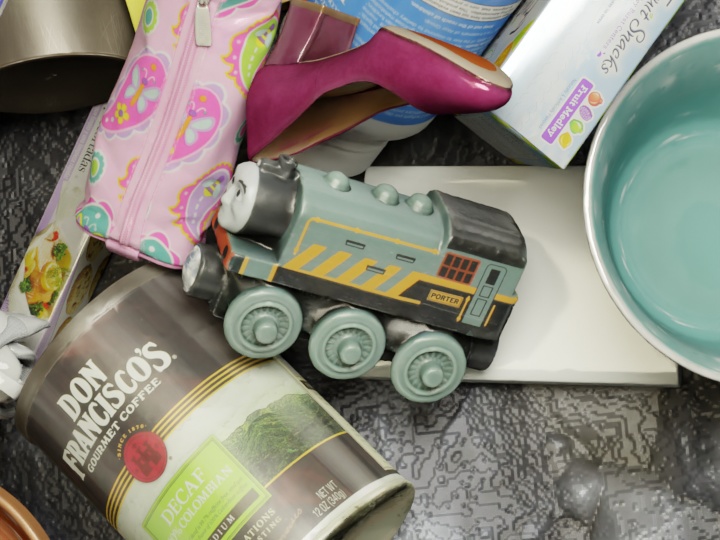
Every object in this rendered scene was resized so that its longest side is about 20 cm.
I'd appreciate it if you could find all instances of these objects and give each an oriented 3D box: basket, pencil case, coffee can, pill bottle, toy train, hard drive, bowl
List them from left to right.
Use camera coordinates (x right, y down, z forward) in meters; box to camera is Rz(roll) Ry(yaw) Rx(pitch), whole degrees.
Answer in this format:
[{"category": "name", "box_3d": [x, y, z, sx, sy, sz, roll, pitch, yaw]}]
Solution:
[{"category": "basket", "box_3d": [-0.203, -0.211, 1.286, 0.135, 0.180, 0.202, -18, 74, 37]}, {"category": "pencil case", "box_3d": [-0.102, -0.104, 1.193, 0.087, 0.087, 0.201, 29, 112, 18]}, {"category": "coffee can", "box_3d": [-0.086, 0.112, 1.224, 0.200, 0.146, 0.147, 43, 93, 17]}, {"category": "toy train", "box_3d": [0.000, 0.000, 1.184, 0.199, 0.085, 0.115, 16, 114, -20]}, {"category": "pill bottle", "box_3d": [0.019, -0.148, 1.216, 0.112, 0.112, 0.200, 52, 132, 17]}, {"category": "hard drive", "box_3d": [0.098, 0.002, 1.255, 0.198, 0.026, 0.133, 1, 81, 15]}, {"category": "bowl", "box_3d": [0.214, -0.028, 1.169, 0.199, 0.105, 0.203, 1, 81, -6]}]

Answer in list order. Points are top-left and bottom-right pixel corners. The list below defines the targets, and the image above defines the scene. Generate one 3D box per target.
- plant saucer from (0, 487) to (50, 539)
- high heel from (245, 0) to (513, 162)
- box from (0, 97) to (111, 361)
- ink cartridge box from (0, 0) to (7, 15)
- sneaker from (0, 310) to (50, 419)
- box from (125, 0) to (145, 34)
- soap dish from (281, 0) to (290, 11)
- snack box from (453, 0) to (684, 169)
[{"category": "plant saucer", "box_3d": [-0.271, 0.222, 1.301, 0.199, 0.032, 0.202, 1, 92, 18]}, {"category": "high heel", "box_3d": [0.008, -0.083, 1.103, 0.200, 0.067, 0.097, 26, 99, 56]}, {"category": "box", "box_3d": [-0.181, -0.029, 1.330, 0.038, 0.041, 0.201, 23, 86, 20]}, {"category": "ink cartridge box", "box_3d": [-0.294, -0.114, 1.231, 0.200, 0.047, 0.199, 35, 103, 33]}, {"category": "sneaker", "box_3d": [-0.261, 0.041, 1.287, 0.114, 0.200, 0.076, 22, 94, -12]}, {"category": "box", "box_3d": [-0.119, -0.224, 1.230, 0.075, 0.050, 0.201, -11, 105, 15]}, {"category": "soap dish", "box_3d": [-0.027, -0.248, 1.305, 0.199, 0.081, 0.159, -16, 76, 13]}, {"category": "snack box", "box_3d": [0.127, -0.143, 1.179, 0.068, 0.200, 0.169, 36, 92, -3]}]
